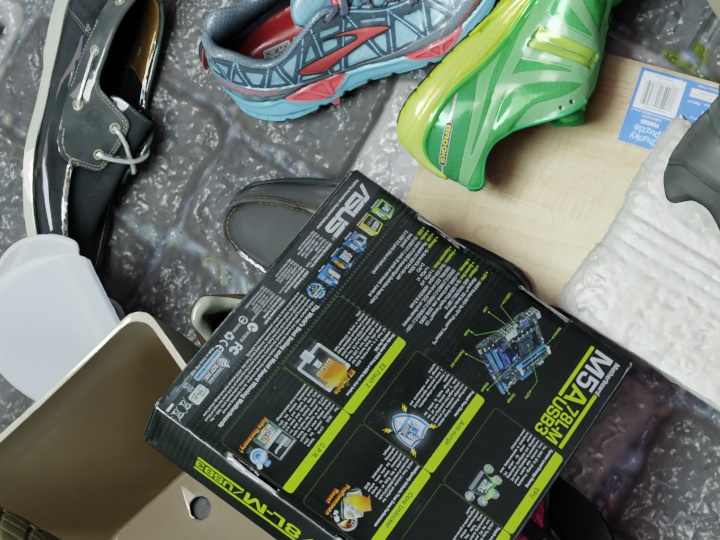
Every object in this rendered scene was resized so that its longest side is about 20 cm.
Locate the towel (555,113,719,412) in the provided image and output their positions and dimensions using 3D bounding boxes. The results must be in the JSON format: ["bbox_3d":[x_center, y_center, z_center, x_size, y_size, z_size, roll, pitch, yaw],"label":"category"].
[{"bbox_3d":[0.225,0.016,1.240,0.199,0.034,0.133,33,91,14],"label":"towel"}]

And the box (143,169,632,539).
[{"bbox_3d":[0.017,0.069,1.190,0.193,0.048,0.200,36,56,4],"label":"box"}]

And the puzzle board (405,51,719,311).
[{"bbox_3d":[0.129,-0.052,1.307,0.199,0.017,0.152,18,88,22],"label":"puzzle board"}]

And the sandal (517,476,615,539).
[{"bbox_3d":[0.075,0.119,1.264,0.075,0.045,0.200,-39,57,6],"label":"sandal"}]

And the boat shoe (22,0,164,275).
[{"bbox_3d":[-0.164,-0.085,1.396,0.067,0.072,0.202,5,82,26],"label":"boat shoe"}]

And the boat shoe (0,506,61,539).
[{"bbox_3d":[-0.162,0.187,1.167,0.200,0.072,0.068,36,95,18],"label":"boat shoe"}]

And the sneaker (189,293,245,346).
[{"bbox_3d":[-0.021,0.066,1.292,0.199,0.075,0.071,19,82,38],"label":"sneaker"}]

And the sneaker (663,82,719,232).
[{"bbox_3d":[0.246,-0.014,1.189,0.200,0.076,0.091,45,124,4],"label":"sneaker"}]

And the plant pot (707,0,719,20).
[{"bbox_3d":[0.252,-0.188,1.202,0.134,0.199,0.202,14,87,58],"label":"plant pot"}]

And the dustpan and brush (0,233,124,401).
[{"bbox_3d":[-0.208,0.035,1.392,0.199,0.057,0.140,-5,124,32],"label":"dustpan and brush"}]

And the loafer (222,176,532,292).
[{"bbox_3d":[0.000,0.000,1.305,0.199,0.072,0.073,19,119,22],"label":"loafer"}]

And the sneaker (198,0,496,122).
[{"bbox_3d":[-0.006,-0.156,1.324,0.199,0.095,0.080,-28,60,16],"label":"sneaker"}]

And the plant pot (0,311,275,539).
[{"bbox_3d":[-0.102,0.168,1.279,0.200,0.177,0.200,-42,71,11],"label":"plant pot"}]

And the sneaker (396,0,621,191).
[{"bbox_3d":[0.110,-0.126,1.289,0.200,0.074,0.084,-44,94,5],"label":"sneaker"}]
